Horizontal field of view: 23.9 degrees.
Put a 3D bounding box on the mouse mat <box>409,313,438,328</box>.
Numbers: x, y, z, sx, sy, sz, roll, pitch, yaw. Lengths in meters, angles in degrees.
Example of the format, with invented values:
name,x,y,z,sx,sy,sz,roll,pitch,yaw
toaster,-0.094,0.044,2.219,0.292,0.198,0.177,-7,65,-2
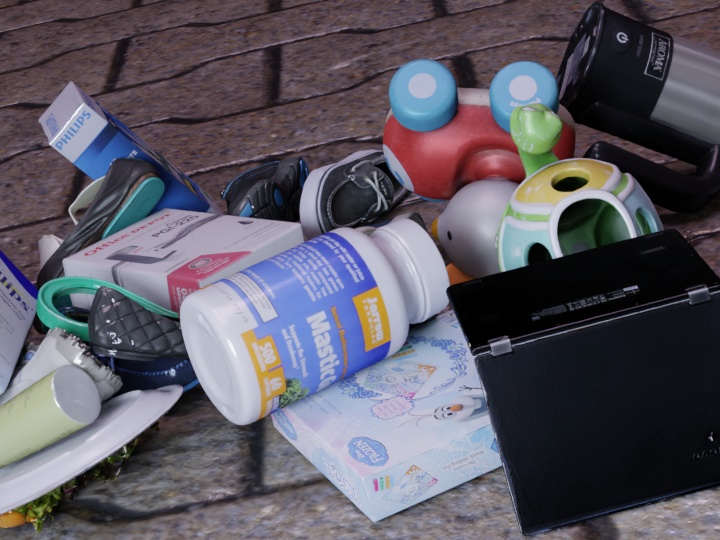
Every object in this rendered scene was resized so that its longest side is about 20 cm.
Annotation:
name,x,y,z,sx,sy,sz,roll,pitch,yaw
mouse mat,-0.039,0.062,1.471,0.199,0.008,0.161,-20,9,-7

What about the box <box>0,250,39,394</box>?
name,x,y,z,sx,sy,sz,roll,pitch,yaw
box,-0.390,0.076,1.479,0.184,0.105,0.200,-36,19,13

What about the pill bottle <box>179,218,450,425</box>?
name,x,y,z,sx,sy,sz,roll,pitch,yaw
pill bottle,-0.032,0.033,1.342,0.199,0.113,0.112,-24,25,-22

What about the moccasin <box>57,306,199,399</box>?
name,x,y,z,sx,sy,sz,roll,pitch,yaw
moccasin,-0.219,0.071,1.513,0.199,0.068,0.080,4,27,43

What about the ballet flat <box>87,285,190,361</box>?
name,x,y,z,sx,sy,sz,roll,pitch,yaw
ballet flat,-0.127,0.046,1.394,0.199,0.057,0.066,4,4,-32

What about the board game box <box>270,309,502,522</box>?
name,x,y,z,sx,sy,sz,roll,pitch,yaw
board game box,0.052,0.104,1.329,0.198,0.044,0.200,-20,23,-18

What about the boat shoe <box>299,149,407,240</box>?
name,x,y,z,sx,sy,sz,roll,pitch,yaw
boat shoe,0.001,-0.086,1.761,0.071,0.072,0.200,-7,21,27

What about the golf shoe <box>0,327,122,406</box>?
name,x,y,z,sx,sy,sz,roll,pitch,yaw
golf shoe,-0.264,0.108,1.427,0.097,0.078,0.200,-52,11,-23

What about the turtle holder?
name,x,y,z,sx,sy,sz,roll,pitch,yaw
turtle holder,0.183,-0.037,1.384,0.140,0.186,0.132,6,-5,2

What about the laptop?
name,x,y,z,sx,sy,sz,roll,pitch,yaw
laptop,0.177,0.074,1.240,0.186,0.116,0.200,-14,22,-1

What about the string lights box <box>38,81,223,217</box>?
name,x,y,z,sx,sy,sz,roll,pitch,yaw
string lights box,-0.239,-0.104,1.778,0.059,0.200,0.103,-48,26,3

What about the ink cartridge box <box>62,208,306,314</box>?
name,x,y,z,sx,sy,sz,roll,pitch,yaw
ink cartridge box,-0.163,0.008,1.616,0.199,0.085,0.145,6,26,43

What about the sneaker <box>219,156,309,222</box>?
name,x,y,z,sx,sy,sz,roll,pitch,yaw
sneaker,-0.110,-0.064,1.789,0.082,0.074,0.200,-10,12,16

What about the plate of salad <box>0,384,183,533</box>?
name,x,y,z,sx,sy,sz,roll,pitch,yaw
plate of salad,-0.223,0.152,1.357,0.200,0.048,0.200,-29,8,4

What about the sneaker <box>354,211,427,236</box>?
name,x,y,z,sx,sy,sz,roll,pitch,yaw
sneaker,0.000,0.000,1.552,0.084,0.075,0.200,-22,-1,24

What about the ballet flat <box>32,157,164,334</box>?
name,x,y,z,sx,sy,sz,roll,pitch,yaw
ballet flat,-0.274,-0.029,1.697,0.068,0.068,0.200,33,81,27

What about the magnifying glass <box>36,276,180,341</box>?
name,x,y,z,sx,sy,sz,roll,pitch,yaw
magnifying glass,-0.178,0.043,1.458,0.199,0.022,0.080,13,29,-6

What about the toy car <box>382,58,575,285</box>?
name,x,y,z,sx,sy,sz,roll,pitch,yaw
toy car,0.102,-0.060,1.533,0.176,0.184,0.201,3,68,8

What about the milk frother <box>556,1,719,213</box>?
name,x,y,z,sx,sy,sz,roll,pitch,yaw
milk frother,0.273,-0.138,1.670,0.187,0.181,0.200,20,-11,-7

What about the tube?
name,x,y,z,sx,sy,sz,roll,pitch,yaw
tube,-0.293,0.136,1.369,0.200,0.052,0.058,-30,-31,33
